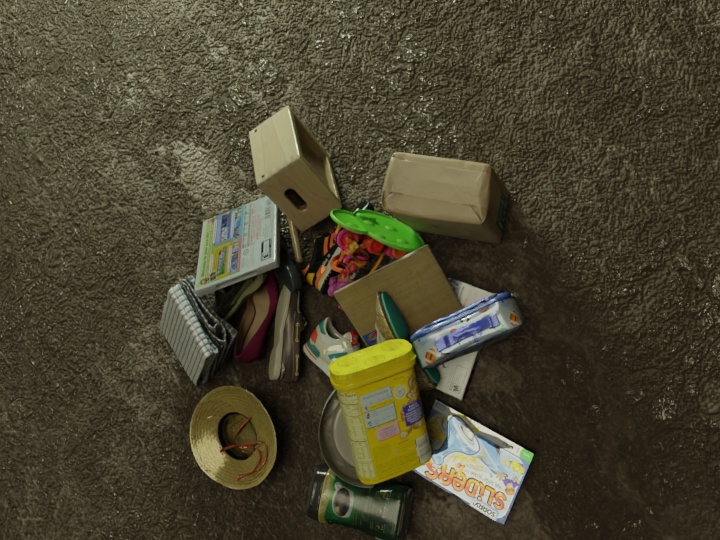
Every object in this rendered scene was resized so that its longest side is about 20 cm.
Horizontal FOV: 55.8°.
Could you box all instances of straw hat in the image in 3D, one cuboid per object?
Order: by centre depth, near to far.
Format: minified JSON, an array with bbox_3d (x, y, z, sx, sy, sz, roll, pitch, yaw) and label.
[{"bbox_3d":[-0.238,0.329,1.363,0.195,0.085,0.208,-1,88,18],"label":"straw hat"}]

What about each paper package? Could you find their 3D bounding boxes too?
[{"bbox_3d":[0.157,-0.125,1.204,0.185,0.199,0.107,11,87,22],"label":"paper package"}]

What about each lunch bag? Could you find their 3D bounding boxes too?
[{"bbox_3d":[0.185,0.098,1.149,0.196,0.160,0.077,-27,78,13],"label":"lunch bag"}]

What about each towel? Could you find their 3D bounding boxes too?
[{"bbox_3d":[-0.330,0.122,1.375,0.168,0.084,0.201,55,147,14],"label":"towel"}]

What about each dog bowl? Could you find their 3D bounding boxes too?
[{"bbox_3d":[0.015,0.282,1.229,0.193,0.059,0.207,0,90,-13],"label":"dog bowl"}]

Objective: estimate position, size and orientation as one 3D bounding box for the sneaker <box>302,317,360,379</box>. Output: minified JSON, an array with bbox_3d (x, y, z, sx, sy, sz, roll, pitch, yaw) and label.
[{"bbox_3d":[-0.021,0.171,1.305,0.198,0.070,0.095,37,103,23],"label":"sneaker"}]

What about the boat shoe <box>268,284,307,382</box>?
[{"bbox_3d":[-0.140,0.120,1.364,0.058,0.072,0.206,12,71,-18],"label":"boat shoe"}]

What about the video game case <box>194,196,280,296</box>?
[{"bbox_3d":[-0.241,-0.055,1.350,0.177,0.022,0.204,-19,45,13],"label":"video game case"}]

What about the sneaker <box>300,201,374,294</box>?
[{"bbox_3d":[-0.051,-0.059,1.347,0.089,0.070,0.204,31,93,28],"label":"sneaker"}]

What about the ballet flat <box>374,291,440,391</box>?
[{"bbox_3d":[0.067,0.134,1.213,0.064,0.071,0.203,-29,97,27],"label":"ballet flat"}]

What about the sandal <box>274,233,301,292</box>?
[{"bbox_3d":[-0.163,-0.031,1.379,0.042,0.077,0.201,-21,51,-22],"label":"sandal"}]

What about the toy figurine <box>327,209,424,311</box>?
[{"bbox_3d":[0.000,0.000,1.269,0.151,0.195,0.188,50,123,50],"label":"toy figurine"}]

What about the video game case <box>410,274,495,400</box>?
[{"bbox_3d":[0.144,0.111,1.268,0.177,0.036,0.206,19,91,21],"label":"video game case"}]

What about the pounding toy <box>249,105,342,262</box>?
[{"bbox_3d":[-0.130,-0.164,1.330,0.140,0.200,0.187,-28,48,14],"label":"pounding toy"}]

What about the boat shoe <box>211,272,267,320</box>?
[{"bbox_3d":[-0.268,0.037,1.393,0.200,0.065,0.073,-40,37,31],"label":"boat shoe"}]

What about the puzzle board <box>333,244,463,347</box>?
[{"bbox_3d":[0.070,0.056,1.232,0.196,0.018,0.153,-26,115,17],"label":"puzzle board"}]

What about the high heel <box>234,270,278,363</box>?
[{"bbox_3d":[-0.214,0.083,1.377,0.065,0.096,0.207,-2,83,21],"label":"high heel"}]

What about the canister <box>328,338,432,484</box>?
[{"bbox_3d":[0.037,0.239,1.148,0.144,0.086,0.206,-16,104,-13],"label":"canister"}]

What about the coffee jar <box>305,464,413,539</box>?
[{"bbox_3d":[-0.005,0.429,1.259,0.194,0.085,0.108,9,81,21],"label":"coffee jar"}]

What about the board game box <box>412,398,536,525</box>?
[{"bbox_3d":[0.197,0.340,1.220,0.196,0.034,0.139,25,92,22],"label":"board game box"}]
